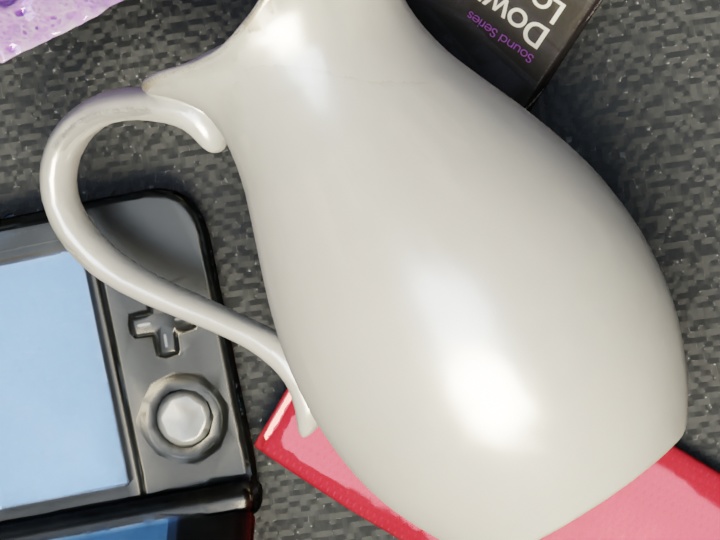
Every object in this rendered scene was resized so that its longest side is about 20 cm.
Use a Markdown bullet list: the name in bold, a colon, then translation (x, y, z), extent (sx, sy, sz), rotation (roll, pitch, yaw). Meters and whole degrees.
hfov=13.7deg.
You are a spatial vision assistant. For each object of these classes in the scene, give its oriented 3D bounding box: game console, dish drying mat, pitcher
- **game console**: translation (-0.142, 0.075, 1.015), extent (0.199, 0.119, 0.174), rotation (-11, 94, 8)
- **dish drying mat**: translation (0.066, 0.079, 1.037), extent (0.199, 0.018, 0.077), rotation (30, 96, 6)
- **pitcher**: translation (0.000, 0.000, 0.979), extent (0.171, 0.121, 0.201), rotation (-32, 92, 27)

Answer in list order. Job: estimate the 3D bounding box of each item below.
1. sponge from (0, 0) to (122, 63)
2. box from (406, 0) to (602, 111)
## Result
- **sponge**: translation (-0.113, -0.181, 0.963), extent (0.111, 0.030, 0.201), rotation (-27, 100, -7)
- **box**: translation (0.042, -0.159, 0.972), extent (0.143, 0.036, 0.200), rotation (36, 124, 5)
